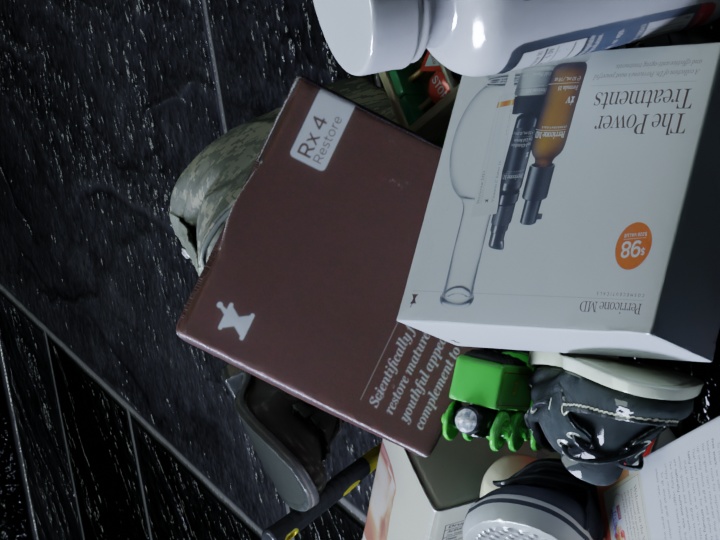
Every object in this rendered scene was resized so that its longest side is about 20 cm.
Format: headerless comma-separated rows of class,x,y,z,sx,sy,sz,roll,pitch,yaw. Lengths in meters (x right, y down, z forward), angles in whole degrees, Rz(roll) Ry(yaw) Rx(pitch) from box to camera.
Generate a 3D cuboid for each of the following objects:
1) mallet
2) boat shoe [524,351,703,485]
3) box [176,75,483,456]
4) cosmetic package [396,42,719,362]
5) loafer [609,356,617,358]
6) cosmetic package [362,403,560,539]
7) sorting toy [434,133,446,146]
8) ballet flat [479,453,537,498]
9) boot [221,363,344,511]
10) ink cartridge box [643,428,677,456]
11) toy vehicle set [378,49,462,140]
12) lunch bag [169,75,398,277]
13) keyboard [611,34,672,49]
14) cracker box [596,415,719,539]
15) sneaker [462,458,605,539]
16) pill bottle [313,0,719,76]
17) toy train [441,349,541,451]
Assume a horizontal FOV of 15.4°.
mallet,0.009,0.121,1.795,0.041,0.200,0.066,37,137,23
boat shoe,0.126,0.078,1.397,0.199,0.074,0.067,-171,91,-75
box,0.000,0.000,1.588,0.167,0.163,0.200,-63,1,-1
cosmetic package,0.114,-0.035,1.366,0.199,0.051,0.152,1,75,53
loafer,0.158,-0.003,1.460,0.200,0.071,0.074,140,147,-61
cosmetic package,0.065,0.169,1.791,0.201,0.103,0.088,102,148,-51
sorting toy,0.049,-0.148,1.706,0.200,0.036,0.186,127,127,-68
ballet flat,0.129,0.211,1.679,0.069,0.069,0.201,30,142,66
boot,0.001,0.068,1.790,0.070,0.173,0.200,65,177,-27
ink cartridge box,0.167,0.171,1.568,0.200,0.050,0.162,-124,27,-43
toy vehicle set,0.040,-0.196,1.625,0.124,0.026,0.201,-40,62,40
lunch bag,-0.040,-0.037,1.791,0.200,0.167,0.140,-124,18,-73
keyboard,0.132,-0.045,1.405,0.127,0.020,0.201,-46,39,36
cracker box,0.198,0.147,1.355,0.200,0.057,0.135,140,126,-61
sneaker,0.106,0.140,1.495,0.200,0.078,0.080,64,-139,-67
pill bottle,0.080,-0.163,1.331,0.120,0.199,0.121,166,90,-72
toy train,0.097,0.074,1.537,0.200,0.041,0.057,8,-87,-67
